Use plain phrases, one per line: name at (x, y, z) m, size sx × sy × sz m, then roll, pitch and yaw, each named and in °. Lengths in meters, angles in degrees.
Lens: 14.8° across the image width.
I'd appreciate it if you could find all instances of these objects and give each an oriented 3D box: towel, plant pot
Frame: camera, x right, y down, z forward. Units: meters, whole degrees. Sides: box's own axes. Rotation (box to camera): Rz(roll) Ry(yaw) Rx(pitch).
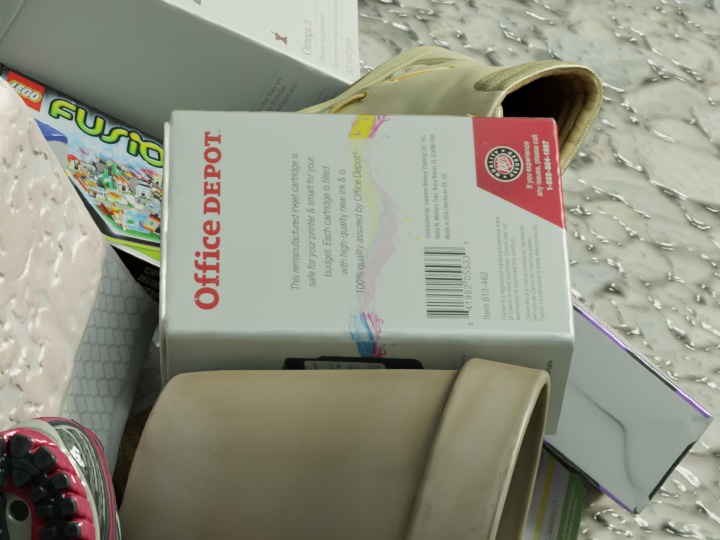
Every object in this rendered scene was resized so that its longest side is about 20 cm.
towel at (-0.161, 0.043, 1.273) m, size 0.191 × 0.032 × 0.201 m, roll 58°, pitch 38°, yaw -46°
plant pot at (-0.017, 0.123, 1.288) m, size 0.173 × 0.201 × 0.200 m, roll 14°, pitch 34°, yaw 8°

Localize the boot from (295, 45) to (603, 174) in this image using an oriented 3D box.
boot at (0.022, -0.054, 1.500) m, size 0.200 × 0.155 × 0.073 m, roll -35°, pitch 114°, yaw -25°

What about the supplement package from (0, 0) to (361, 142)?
supplement package at (-0.112, -0.139, 1.612) m, size 0.199 × 0.117 × 0.117 m, roll 22°, pitch 38°, yaw -21°

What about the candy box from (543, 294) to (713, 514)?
candy box at (0.105, 0.049, 1.553) m, size 0.168 × 0.072 × 0.200 m, roll 39°, pitch 3°, yaw 1°

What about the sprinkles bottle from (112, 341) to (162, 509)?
sprinkles bottle at (-0.139, 0.046, 1.419) m, size 0.068 × 0.068 × 0.200 m, roll -14°, pitch 60°, yaw -49°

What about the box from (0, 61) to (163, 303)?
box at (-0.128, -0.031, 1.547) m, size 0.199 × 0.035 × 0.110 m, roll 25°, pitch 36°, yaw -18°

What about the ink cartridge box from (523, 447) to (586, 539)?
ink cartridge box at (0.030, 0.111, 1.488) m, size 0.200 × 0.048 × 0.146 m, roll 43°, pitch 33°, yaw -17°

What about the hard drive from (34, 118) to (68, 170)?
hard drive at (-0.258, -0.082, 1.400) m, size 0.132 × 0.025 × 0.200 m, roll -13°, pitch 29°, yaw -38°

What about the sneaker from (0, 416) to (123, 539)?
sneaker at (-0.126, 0.164, 1.217) m, size 0.080 × 0.201 × 0.075 m, roll 0°, pitch 8°, yaw 18°

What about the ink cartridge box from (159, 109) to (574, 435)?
ink cartridge box at (0.000, 0.000, 1.379) m, size 0.199 × 0.083 × 0.146 m, roll 1°, pitch 52°, yaw -3°
